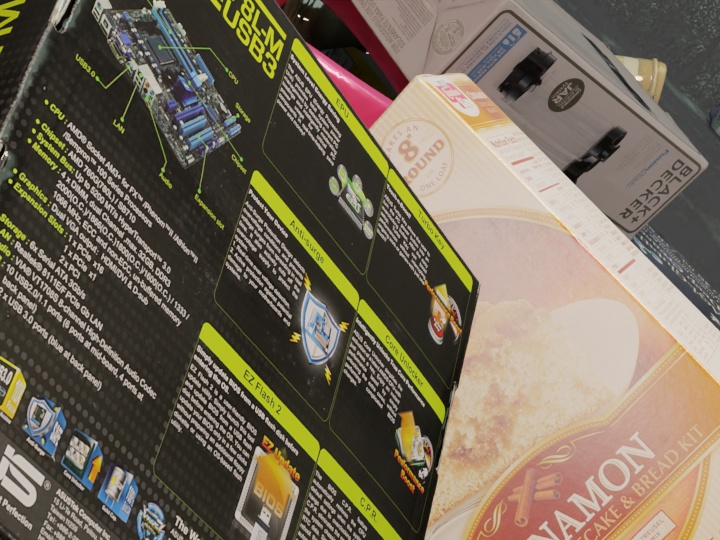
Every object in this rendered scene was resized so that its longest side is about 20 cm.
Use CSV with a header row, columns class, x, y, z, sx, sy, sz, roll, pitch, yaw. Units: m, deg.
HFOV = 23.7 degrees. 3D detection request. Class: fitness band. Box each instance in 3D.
class,x,y,z,sx,sy,sz,roll,pitch,yaw
fitness band,-0.005,-0.100,0.801,0.144,0.037,0.200,44,16,7

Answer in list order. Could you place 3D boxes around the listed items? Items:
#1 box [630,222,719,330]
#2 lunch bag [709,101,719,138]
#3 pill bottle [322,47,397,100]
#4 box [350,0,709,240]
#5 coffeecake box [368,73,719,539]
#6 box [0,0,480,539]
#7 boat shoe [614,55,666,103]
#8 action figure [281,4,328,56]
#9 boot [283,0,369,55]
class,x,y,z,sx,sy,sz,roll,pitch,yaw
box,0.113,0.025,0.932,0.148,0.107,0.200,44,18,-1
lunch bag,0.634,-0.191,2.681,0.200,0.076,0.160,41,19,-6
pill bottle,0.028,-0.130,1.090,0.111,0.111,0.201,17,32,-55
box,0.082,-0.103,0.865,0.199,0.060,0.117,27,23,-48
coffeecake box,0.048,0.051,0.644,0.200,0.154,0.073,46,17,8
box,-0.045,0.020,0.463,0.200,0.047,0.195,50,39,-38
boat shoe,0.152,-0.041,1.067,0.062,0.203,0.073,2,32,7
action figure,-0.074,-0.156,1.001,0.200,0.069,0.130,45,12,-7
boot,0.025,-0.147,0.964,0.096,0.075,0.200,32,34,7
